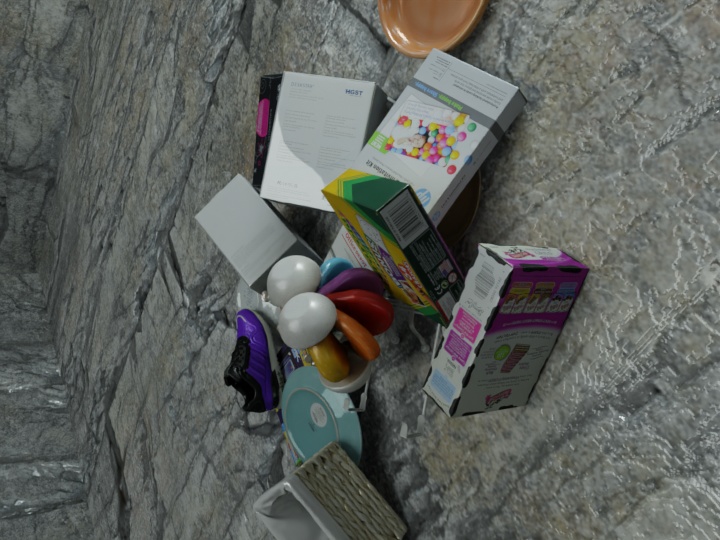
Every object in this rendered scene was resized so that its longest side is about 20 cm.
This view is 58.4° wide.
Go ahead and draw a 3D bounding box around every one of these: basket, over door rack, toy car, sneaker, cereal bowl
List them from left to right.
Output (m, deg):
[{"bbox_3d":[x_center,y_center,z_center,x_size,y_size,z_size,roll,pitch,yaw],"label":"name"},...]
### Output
[{"bbox_3d":[-0.209,0.167,1.188,0.070,0.099,0.201,-36,69,49],"label":"sneaker"},{"bbox_3d":[-0.190,0.056,1.287,0.200,0.083,0.201,1,91,54],"label":"cereal bowl"},{"bbox_3d":[-0.044,0.387,1.002,0.200,0.123,0.136,50,133,7],"label":"basket"},{"bbox_3d":[-0.030,0.059,0.919,0.150,0.175,0.200,-31,42,5],"label":"toy car"},{"bbox_3d":[0.068,0.131,0.938,0.148,0.067,0.201,7,75,53],"label":"over door rack"}]

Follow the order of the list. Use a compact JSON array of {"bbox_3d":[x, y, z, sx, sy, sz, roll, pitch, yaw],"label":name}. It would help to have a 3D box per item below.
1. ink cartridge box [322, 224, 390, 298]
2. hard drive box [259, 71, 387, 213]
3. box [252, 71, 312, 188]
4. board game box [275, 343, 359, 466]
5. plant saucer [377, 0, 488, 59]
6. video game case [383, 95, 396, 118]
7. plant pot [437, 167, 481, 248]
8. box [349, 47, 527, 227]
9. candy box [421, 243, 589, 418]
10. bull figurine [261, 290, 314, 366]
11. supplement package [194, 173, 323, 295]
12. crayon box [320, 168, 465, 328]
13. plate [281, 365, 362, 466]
[{"bbox_3d":[0.000,0.000,1.043,0.116,0.067,0.200,58,133,36],"label":"ink cartridge box"},{"bbox_3d":[-0.057,-0.193,1.003,0.155,0.077,0.201,13,93,17],"label":"hard drive box"},{"bbox_3d":[-0.106,-0.239,1.147,0.132,0.114,0.201,17,105,51],"label":"box"},{"bbox_3d":[-0.096,0.228,1.181,0.165,0.057,0.200,-52,51,37],"label":"board game box"},{"bbox_3d":[0.108,-0.399,0.905,0.200,0.037,0.201,4,96,44],"label":"plant saucer"},{"bbox_3d":[0.048,-0.187,1.020,0.200,0.018,0.144,47,125,42],"label":"video game case"},{"bbox_3d":[0.095,-0.122,0.927,0.200,0.027,0.201,8,101,43],"label":"plant pot"},{"bbox_3d":[0.098,-0.178,0.855,0.156,0.041,0.200,41,99,36],"label":"box"},{"bbox_3d":[0.169,0.071,0.759,0.061,0.136,0.201,42,122,47],"label":"candy box"},{"bbox_3d":[-0.091,0.094,1.088,0.200,0.121,0.065,41,101,4],"label":"bull figurine"},{"bbox_3d":[-0.187,-0.057,1.187,0.121,0.120,0.200,-44,62,2],"label":"supplement package"},{"bbox_3d":[0.049,-0.032,0.858,0.200,0.058,0.172,56,166,-27],"label":"crayon box"},{"bbox_3d":[-0.076,0.260,1.084,0.200,0.026,0.201,12,107,44],"label":"plate"}]
